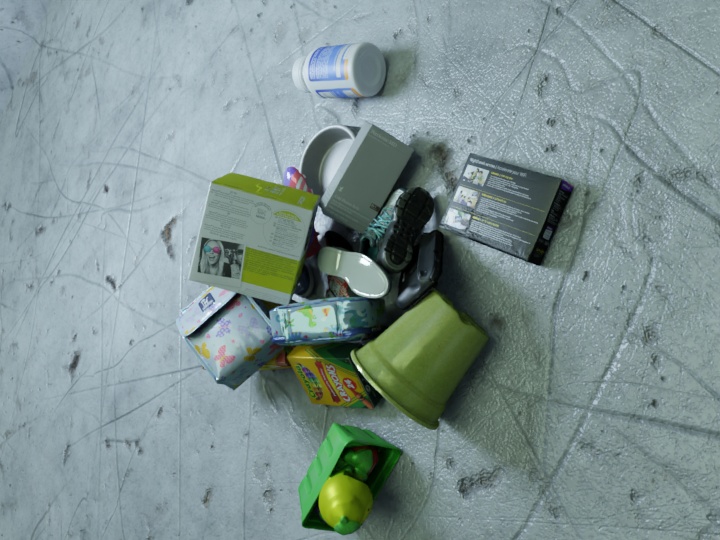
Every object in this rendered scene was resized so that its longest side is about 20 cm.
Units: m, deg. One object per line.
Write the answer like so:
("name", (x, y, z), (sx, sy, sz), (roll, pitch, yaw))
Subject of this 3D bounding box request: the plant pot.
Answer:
("plant pot", (0.117, 0.140, 1.237), (0.184, 0.200, 0.200), (-50, 52, 6))

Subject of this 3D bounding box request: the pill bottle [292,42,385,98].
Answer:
("pill bottle", (-0.052, -0.433, 1.543), (0.200, 0.112, 0.112), (11, 88, 41))

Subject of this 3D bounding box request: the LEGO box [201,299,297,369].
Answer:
("LEGO box", (-0.240, 0.142, 1.552), (0.200, 0.077, 0.149), (-4, 76, 15))

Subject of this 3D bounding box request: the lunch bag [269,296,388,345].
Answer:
("lunch bag", (-0.056, 0.096, 1.331), (0.200, 0.161, 0.083), (-8, 85, 21))

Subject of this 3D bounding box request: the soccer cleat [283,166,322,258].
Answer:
("soccer cleat", (-0.138, -0.121, 1.520), (0.067, 0.076, 0.200), (12, 119, 54))

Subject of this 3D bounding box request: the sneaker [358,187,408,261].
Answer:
("sneaker", (0.048, -0.070, 1.393), (0.078, 0.086, 0.200), (26, 98, 40))

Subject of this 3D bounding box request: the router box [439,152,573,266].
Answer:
("router box", (0.253, -0.111, 1.249), (0.200, 0.051, 0.149), (27, 96, 41))

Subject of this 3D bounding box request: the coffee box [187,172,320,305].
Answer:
("coffee box", (-0.202, -0.070, 1.404), (0.200, 0.200, 0.198), (15, 103, -3))

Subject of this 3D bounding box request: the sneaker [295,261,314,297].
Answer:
("sneaker", (-0.196, -0.024, 1.555), (0.077, 0.146, 0.202), (-50, 55, 19))

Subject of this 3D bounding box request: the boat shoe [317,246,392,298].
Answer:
("boat shoe", (0.000, 0.000, 1.325), (0.200, 0.062, 0.073), (24, 105, 47))

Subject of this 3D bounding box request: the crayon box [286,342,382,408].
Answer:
("crayon box", (-0.061, 0.207, 1.406), (0.200, 0.051, 0.127), (-5, 121, 41))

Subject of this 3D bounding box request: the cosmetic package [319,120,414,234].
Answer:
("cosmetic package", (0.010, -0.187, 1.419), (0.200, 0.107, 0.090), (-61, 16, 13))

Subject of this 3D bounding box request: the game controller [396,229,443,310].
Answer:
("game controller", (0.109, -0.004, 1.289), (0.104, 0.042, 0.200), (-53, 10, 27))

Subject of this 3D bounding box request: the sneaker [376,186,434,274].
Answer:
("sneaker", (0.075, -0.074, 1.341), (0.200, 0.075, 0.079), (-63, 8, -28))

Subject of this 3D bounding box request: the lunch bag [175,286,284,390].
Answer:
("lunch bag", (-0.273, 0.116, 1.460), (0.170, 0.127, 0.200), (-40, 66, -2))

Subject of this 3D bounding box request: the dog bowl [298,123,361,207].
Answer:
("dog bowl", (-0.053, -0.224, 1.534), (0.200, 0.059, 0.200), (-11, 73, 39))

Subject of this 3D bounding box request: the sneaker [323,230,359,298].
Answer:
("sneaker", (-0.053, 0.017, 1.473), (0.108, 0.067, 0.202), (-53, 46, 30))

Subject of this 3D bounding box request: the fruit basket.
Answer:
("fruit basket", (-0.018, 0.405, 1.297), (0.215, 0.155, 0.216), (-29, 51, 44))
